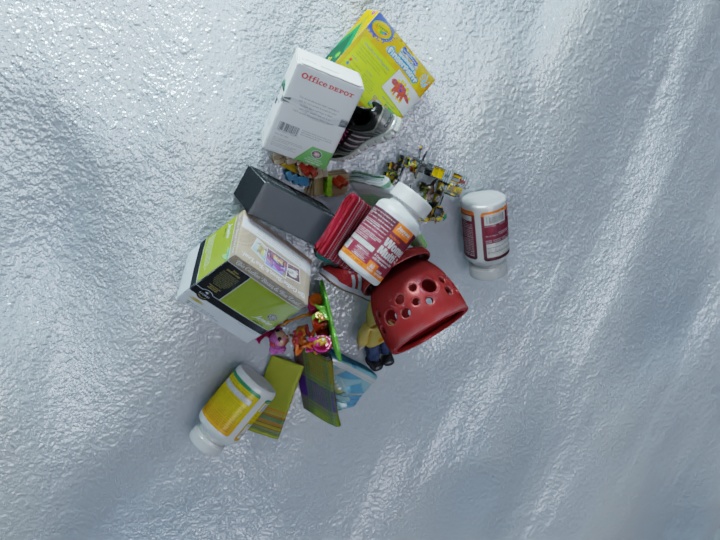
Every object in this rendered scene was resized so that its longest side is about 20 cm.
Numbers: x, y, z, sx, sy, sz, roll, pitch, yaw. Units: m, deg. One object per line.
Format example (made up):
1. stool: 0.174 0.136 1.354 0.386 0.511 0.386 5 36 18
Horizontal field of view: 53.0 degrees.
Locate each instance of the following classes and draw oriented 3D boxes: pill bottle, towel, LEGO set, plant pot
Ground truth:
1. pill bottle: 0.308 -0.085 1.775 0.113 0.114 0.202 -17 116 -18
2. towel: -0.206 0.304 1.731 0.085 0.018 0.202 19 102 -5
3. LEGO set: 0.155 -0.184 1.653 0.199 0.116 0.155 24 95 -35
4. towel: -0.017 -0.076 1.546 0.145 0.022 0.200 -57 154 1
5. towel: 0.059 -0.134 1.621 0.031 0.149 0.201 -43 122 -17
6. plant pot: 0.112 0.063 1.606 0.199 0.183 0.201 -28 164 -9
7. pill bottle: 0.053 -0.077 1.498 0.109 0.110 0.200 37 92 -31
8. pill bottle: -0.298 0.326 1.659 0.113 0.113 0.200 39 91 -31
9. towel: -0.102 0.264 1.711 0.023 0.143 0.202 -24 119 -35

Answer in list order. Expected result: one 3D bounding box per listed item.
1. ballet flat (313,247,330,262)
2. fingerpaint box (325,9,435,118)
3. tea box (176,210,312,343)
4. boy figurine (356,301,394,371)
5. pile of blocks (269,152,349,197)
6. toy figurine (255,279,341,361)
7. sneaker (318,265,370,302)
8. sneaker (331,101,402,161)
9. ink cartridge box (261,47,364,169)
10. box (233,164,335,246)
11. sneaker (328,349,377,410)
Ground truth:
1. ballet flat: -0.021 -0.056 1.662 0.198 0.072 0.073 -1 110 -24
2. fingerpaint box: 0.035 -0.420 1.540 0.167 0.073 0.200 -49 122 1
3. tea box: -0.238 0.017 1.507 0.196 0.134 0.200 -30 128 30
4. boy figurine: 0.048 0.151 1.750 0.123 0.065 0.201 -19 136 -17
5. pile of blocks: -0.106 -0.202 1.569 0.199 0.062 0.083 18 102 -29
6. toy figurine: -0.151 0.135 1.628 0.182 0.201 0.151 -13 146 -6
7. sneaker: 0.000 0.000 1.691 0.199 0.071 0.113 24 103 -38
8. sneaker: -0.011 -0.298 1.520 0.087 0.199 0.074 43 46 -33
9. ink cartridge box: -0.099 -0.326 1.462 0.145 0.085 0.201 17 124 -21
10. box: -0.153 -0.132 1.529 0.199 0.141 0.079 26 98 -30
11. sneaker: -0.062 0.272 1.767 0.199 0.079 0.131 30 94 -30
